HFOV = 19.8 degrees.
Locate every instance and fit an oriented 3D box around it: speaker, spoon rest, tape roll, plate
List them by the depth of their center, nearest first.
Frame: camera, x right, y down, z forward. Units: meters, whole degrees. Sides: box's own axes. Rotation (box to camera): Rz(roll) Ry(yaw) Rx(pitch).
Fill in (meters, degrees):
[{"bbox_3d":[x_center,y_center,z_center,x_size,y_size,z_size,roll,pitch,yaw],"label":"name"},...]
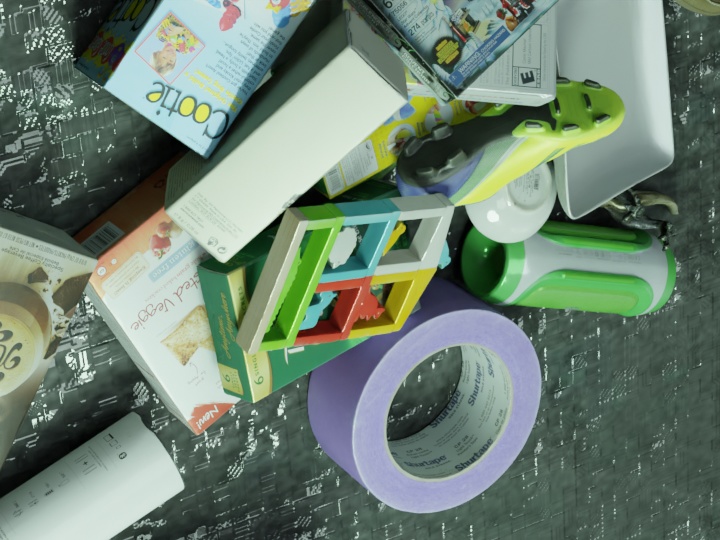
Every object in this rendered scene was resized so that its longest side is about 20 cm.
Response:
[{"bbox_3d":[-0.249,0.203,1.709,0.200,0.081,0.081,-34,125,-16],"label":"speaker"},{"bbox_3d":[0.135,-0.124,1.803,0.099,0.061,0.200,5,92,-33],"label":"spoon rest"},{"bbox_3d":[0.214,-0.166,1.820,0.200,0.032,0.200,-28,116,-50],"label":"plate"},{"bbox_3d":[0.059,0.112,1.862,0.200,0.085,0.200,-13,117,-27],"label":"tape roll"},{"bbox_3d":[0.193,-0.004,1.893,0.200,0.088,0.088,5,108,-34],"label":"speaker"}]

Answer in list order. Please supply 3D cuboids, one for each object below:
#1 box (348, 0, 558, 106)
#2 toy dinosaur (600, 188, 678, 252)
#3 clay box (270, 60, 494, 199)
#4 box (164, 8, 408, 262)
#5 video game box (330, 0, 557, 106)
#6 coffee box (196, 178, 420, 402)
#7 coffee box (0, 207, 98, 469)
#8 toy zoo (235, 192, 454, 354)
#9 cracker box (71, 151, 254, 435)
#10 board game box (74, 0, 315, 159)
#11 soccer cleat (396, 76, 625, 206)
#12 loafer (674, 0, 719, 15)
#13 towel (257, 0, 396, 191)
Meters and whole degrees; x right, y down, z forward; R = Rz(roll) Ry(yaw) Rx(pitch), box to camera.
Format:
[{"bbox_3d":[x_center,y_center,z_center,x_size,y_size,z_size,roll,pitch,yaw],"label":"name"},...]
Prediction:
[{"bbox_3d":[0.092,-0.246,1.623,0.200,0.040,0.137,-45,97,-16],"label":"box"},{"bbox_3d":[0.244,-0.060,1.899,0.200,0.088,0.047,10,110,-34],"label":"toy dinosaur"},{"bbox_3d":[0.032,-0.158,1.715,0.200,0.048,0.115,-31,128,-19],"label":"clay box"},{"bbox_3d":[-0.058,-0.103,1.583,0.200,0.082,0.068,-40,113,19],"label":"box"},{"bbox_3d":[0.068,-0.237,1.659,0.182,0.047,0.200,4,83,-18],"label":"video game box"},{"bbox_3d":[-0.039,0.015,1.717,0.200,0.044,0.123,-27,119,-36],"label":"coffee box"},{"bbox_3d":[-0.304,0.053,1.607,0.113,0.080,0.200,20,99,-37],"label":"coffee box"},{"bbox_3d":[0.000,0.000,1.669,0.200,0.020,0.131,-6,130,-43],"label":"toy zoo"},{"bbox_3d":[-0.142,0.021,1.710,0.134,0.058,0.200,-40,127,-13],"label":"cracker box"},{"bbox_3d":[-0.115,-0.204,1.589,0.105,0.103,0.200,35,90,-25],"label":"board game box"},{"bbox_3d":[0.124,-0.103,1.724,0.200,0.065,0.084,-20,148,-4],"label":"soccer cleat"},{"bbox_3d":[0.292,-0.299,1.826,0.200,0.067,0.076,43,67,-37],"label":"loafer"},{"bbox_3d":[-0.016,-0.161,1.733,0.149,0.031,0.200,-44,129,-6],"label":"towel"}]
